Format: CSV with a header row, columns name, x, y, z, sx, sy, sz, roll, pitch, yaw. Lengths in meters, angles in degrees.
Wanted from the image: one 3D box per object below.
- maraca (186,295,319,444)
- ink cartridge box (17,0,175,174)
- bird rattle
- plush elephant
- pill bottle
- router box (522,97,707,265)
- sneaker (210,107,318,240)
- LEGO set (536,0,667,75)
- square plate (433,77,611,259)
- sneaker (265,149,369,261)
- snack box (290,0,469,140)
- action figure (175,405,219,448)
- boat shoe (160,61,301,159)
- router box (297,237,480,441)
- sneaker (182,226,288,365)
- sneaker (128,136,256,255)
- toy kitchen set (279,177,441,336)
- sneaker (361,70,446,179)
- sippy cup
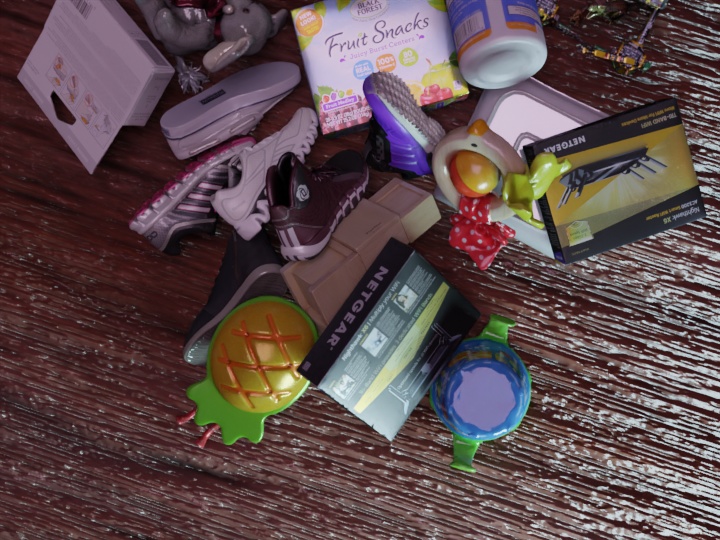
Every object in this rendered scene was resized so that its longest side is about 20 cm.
name,x,y,z,sx,sy,sz,roll,pitch,yaw
maraca,-0.135,0.126,1.374,0.136,0.107,0.201,35,99,0
ink cartridge box,-0.350,-0.258,1.428,0.200,0.044,0.177,49,119,20
bird rattle,0.158,-0.106,1.347,0.163,0.200,0.113,49,62,-7
plush elephant,-0.183,-0.328,1.392,0.153,0.165,0.202,-7,119,16
pill bottle,0.163,-0.342,1.372,0.110,0.112,0.203,-9,67,3
router box,0.323,-0.114,1.389,0.198,0.052,0.159,-19,98,-5
sneaker,-0.120,-0.139,1.397,0.081,0.075,0.201,34,64,-11
LEGO set,0.310,-0.347,1.378,0.199,0.116,0.154,38,92,3
square plate,0.224,-0.144,1.429,0.196,0.028,0.202,27,92,4
sneaker,-0.056,-0.115,1.351,0.075,0.201,0.116,-3,131,30
snack box,0.025,-0.280,1.421,0.197,0.068,0.171,-15,89,2
action figure,-0.153,0.150,1.446,0.200,0.052,0.066,-43,85,0
boat shoe,-0.164,-0.208,1.433,0.199,0.072,0.066,-31,132,-16
router box,0.038,0.087,1.339,0.201,0.052,0.157,-53,130,-6
sneaker,-0.170,0.033,1.442,0.200,0.074,0.107,-45,43,24
sneaker,-0.205,-0.094,1.436,0.199,0.074,0.088,-41,108,-9
toy kitchen set,0.000,0.000,1.426,0.199,0.163,0.182,-38,127,-17
sneaker,0.039,-0.168,1.370,0.099,0.200,0.070,-24,56,20
sippy cup,0.155,0.156,1.384,0.138,0.130,0.180,-20,89,3
